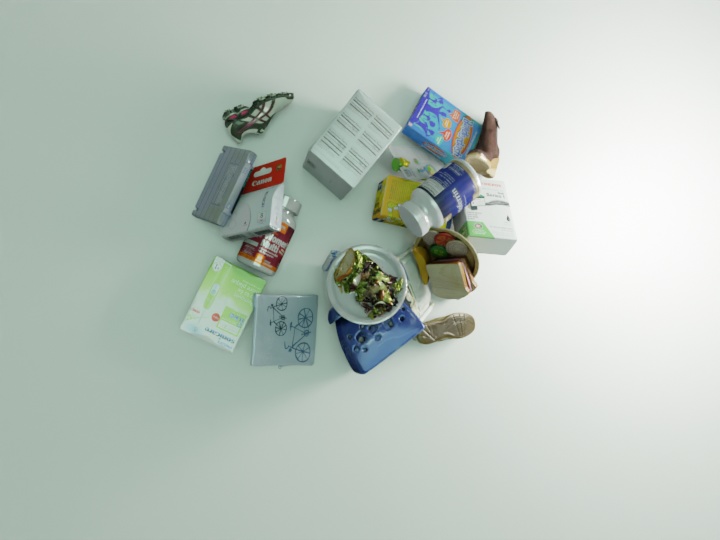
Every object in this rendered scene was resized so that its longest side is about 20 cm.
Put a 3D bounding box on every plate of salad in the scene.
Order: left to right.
[{"bbox_3d":[0.015,0.029,1.277,0.196,0.048,0.203,1,72,-2],"label":"plate of salad"}]

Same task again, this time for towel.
[{"bbox_3d":[0.000,0.000,1.391,0.197,0.147,0.024,16,71,-10],"label":"towel"}]

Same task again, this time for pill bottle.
[{"bbox_3d":[-0.231,-0.096,1.365,0.108,0.110,0.202,24,84,-10],"label":"pill bottle"},{"bbox_3d":[0.199,-0.181,1.341,0.199,0.116,0.116,-38,96,-10],"label":"pill bottle"}]

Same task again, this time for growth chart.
[{"bbox_3d":[0.148,0.038,1.442,0.144,0.018,0.203,-24,97,-55],"label":"growth chart"}]

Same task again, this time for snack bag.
[{"bbox_3d":[-0.197,0.156,1.370,0.198,0.021,0.192,4,89,-39],"label":"snack bag"}]

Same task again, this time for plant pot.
[{"bbox_3d":[0.024,0.136,1.372,0.199,0.200,0.181,-34,88,-10],"label":"plant pot"}]

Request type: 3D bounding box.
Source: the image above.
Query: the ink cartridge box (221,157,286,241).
[{"bbox_3d":[-0.265,-0.182,1.321,0.160,0.057,0.203,-9,73,31],"label":"ink cartridge box"}]

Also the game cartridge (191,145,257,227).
[{"bbox_3d":[-0.343,-0.214,1.343,0.038,0.128,0.202,32,80,-53],"label":"game cartridge"}]

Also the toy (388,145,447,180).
[{"bbox_3d":[0.162,-0.283,1.449,0.198,0.047,0.116,-6,62,-41],"label":"toy"}]

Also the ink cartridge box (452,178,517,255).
[{"bbox_3d":[0.331,-0.151,1.452,0.144,0.085,0.203,4,60,-12],"label":"ink cartridge box"}]

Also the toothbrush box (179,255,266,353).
[{"bbox_3d":[-0.346,0.084,1.350,0.144,0.086,0.202,28,85,-10],"label":"toothbrush box"}]

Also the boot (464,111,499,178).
[{"bbox_3d":[0.337,-0.356,1.462,0.071,0.199,0.169,2,87,28],"label":"boot"}]

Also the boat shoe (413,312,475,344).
[{"bbox_3d":[0.227,0.159,1.473,0.197,0.066,0.075,-6,89,-27],"label":"boat shoe"}]

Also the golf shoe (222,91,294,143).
[{"bbox_3d":[-0.261,-0.410,1.397,0.198,0.077,0.089,-25,113,-9],"label":"golf shoe"}]

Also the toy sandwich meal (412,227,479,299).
[{"bbox_3d":[0.218,-0.016,1.391,0.205,0.205,0.070,44,50,-7],"label":"toy sandwich meal"}]

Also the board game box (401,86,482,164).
[{"bbox_3d":[0.232,-0.394,1.483,0.198,0.045,0.153,32,67,-10],"label":"board game box"}]

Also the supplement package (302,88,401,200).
[{"bbox_3d":[-0.029,-0.317,1.371,0.147,0.191,0.201,39,81,-8],"label":"supplement package"}]

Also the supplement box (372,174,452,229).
[{"bbox_3d":[0.144,-0.175,1.444,0.197,0.109,0.111,12,86,-10],"label":"supplement box"}]
